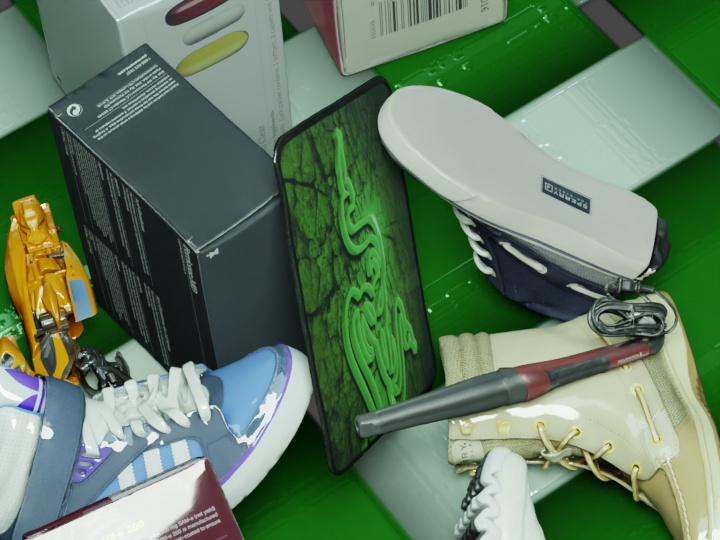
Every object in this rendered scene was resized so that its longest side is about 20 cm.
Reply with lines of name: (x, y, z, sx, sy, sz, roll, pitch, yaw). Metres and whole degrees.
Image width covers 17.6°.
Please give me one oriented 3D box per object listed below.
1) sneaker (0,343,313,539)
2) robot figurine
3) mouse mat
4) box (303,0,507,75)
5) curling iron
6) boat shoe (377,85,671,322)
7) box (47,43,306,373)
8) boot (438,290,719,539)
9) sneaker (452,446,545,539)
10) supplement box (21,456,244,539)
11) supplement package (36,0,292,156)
sneaker: (-0.140, 0.085, 1.310, 0.200, 0.146, 0.081, -42, 29, 12)
robot figurine: (-0.216, 0.055, 1.426, 0.144, 0.058, 0.201, -17, 56, -5)
mouse mat: (0.000, 0.000, 1.346, 0.007, 0.201, 0.161, -1, 19, 25)
box: (0.006, -0.254, 1.598, 0.127, 0.109, 0.200, -19, 56, -10)
curling iron: (0.089, 0.055, 1.342, 0.199, 0.026, 0.050, -22, 87, -9)
boat shoe: (0.081, -0.032, 1.406, 0.200, 0.093, 0.075, 29, 48, -15)
box: (-0.101, -0.014, 1.381, 0.079, 0.200, 0.141, -35, 60, -19)
boot: (0.129, 0.107, 1.360, 0.155, 0.073, 0.201, -9, 53, -3)
sneaker: (0.094, 0.198, 1.296, 0.081, 0.075, 0.201, 0, 71, -8)
supplement box: (-0.094, 0.212, 1.250, 0.108, 0.061, 0.201, -23, 90, -13)
supplement package: (-0.132, -0.164, 1.487, 0.111, 0.200, 0.156, -28, 58, -15)
